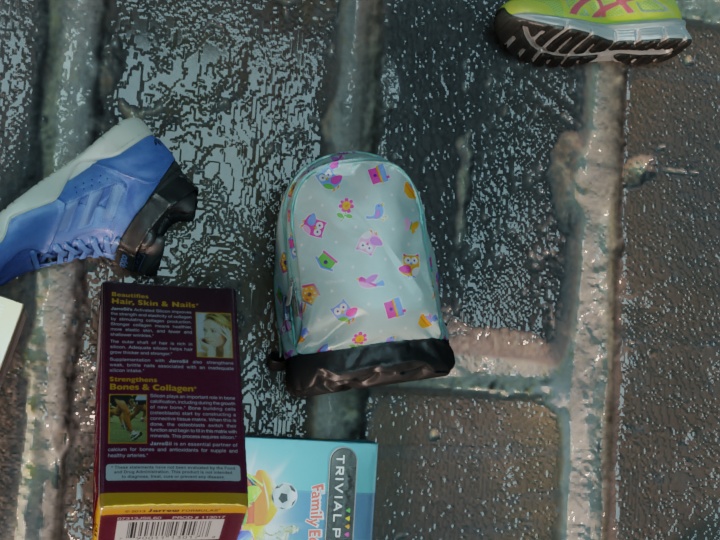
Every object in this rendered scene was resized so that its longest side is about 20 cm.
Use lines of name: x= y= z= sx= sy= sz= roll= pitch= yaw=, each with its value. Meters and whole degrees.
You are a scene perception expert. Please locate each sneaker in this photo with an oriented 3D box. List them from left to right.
sneaker: x=-0.222 y=-0.026 z=0.964 sx=0.200 sy=0.077 sz=0.111 roll=-43 pitch=88 yaw=-21
sneaker: x=0.216 y=-0.248 z=1.114 sx=0.199 sy=0.078 sz=0.091 roll=-1 pitch=78 yaw=-21

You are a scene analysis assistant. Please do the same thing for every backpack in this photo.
backpack: x=0.000 y=0.000 z=1.000 sx=0.166 sy=0.127 sz=0.201 roll=-6 pitch=84 yaw=-13

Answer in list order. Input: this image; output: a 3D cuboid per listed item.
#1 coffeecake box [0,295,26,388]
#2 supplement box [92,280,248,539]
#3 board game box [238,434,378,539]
coffeecake box: x=-0.308 y=0.089 z=0.867 sx=0.073 sy=0.200 sz=0.154 roll=20 pitch=80 yaw=-13
supplement box: x=-0.153 y=0.114 z=0.923 sx=0.110 sy=0.086 sz=0.200 roll=3 pitch=53 yaw=-15
board game box: x=-0.089 y=0.216 z=0.998 sx=0.199 sy=0.047 sz=0.152 roll=5 pitch=84 yaw=-15
